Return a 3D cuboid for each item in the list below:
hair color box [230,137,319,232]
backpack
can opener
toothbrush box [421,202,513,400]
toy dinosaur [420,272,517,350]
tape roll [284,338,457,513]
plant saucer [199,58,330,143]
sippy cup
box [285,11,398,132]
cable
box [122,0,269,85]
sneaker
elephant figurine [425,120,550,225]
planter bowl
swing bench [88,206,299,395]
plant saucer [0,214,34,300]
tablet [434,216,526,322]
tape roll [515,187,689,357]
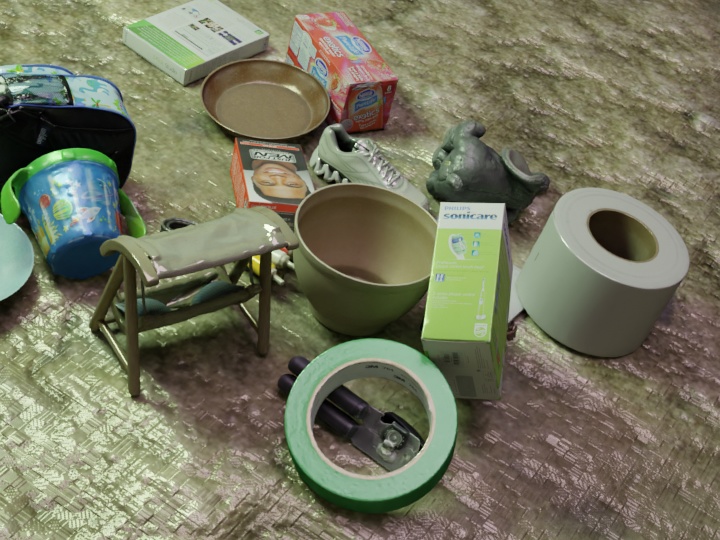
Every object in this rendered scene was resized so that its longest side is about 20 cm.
[{"bbox_3d":[-0.122,-0.114,1.857,0.101,0.061,0.200,5,30,-15],"label":"hair color box"},{"bbox_3d":[-0.410,-0.184,1.774,0.200,0.183,0.147,-2,44,-28],"label":"backpack"},{"bbox_3d":[-0.007,0.175,1.617,0.200,0.053,0.067,34,11,21],"label":"can opener"},{"bbox_3d":[0.135,0.038,1.630,0.086,0.146,0.200,3,58,13],"label":"toothbrush box"},{"bbox_3d":[0.127,0.089,1.731,0.135,0.086,0.200,14,54,11],"label":"toy dinosaur"},{"bbox_3d":[0.013,0.179,1.545,0.200,0.048,0.201,-1,63,2],"label":"tape roll"},{"bbox_3d":[-0.148,-0.254,2.046,0.200,0.037,0.201,5,45,-5],"label":"plant saucer"},{"bbox_3d":[-0.364,-0.065,1.702,0.178,0.140,0.130,-12,58,-15],"label":"sippy cup"},{"bbox_3d":[-0.032,-0.317,2.121,0.095,0.100,0.200,-10,46,-29],"label":"box"},{"bbox_3d":[-0.168,-0.042,1.795,0.200,0.050,0.097,27,40,10],"label":"cable"},{"bbox_3d":[-0.266,-0.377,2.160,0.144,0.036,0.200,36,42,22],"label":"box"},{"bbox_3d":[0.016,-0.143,1.955,0.200,0.081,0.075,32,40,15],"label":"sneaker"},{"bbox_3d":[0.211,-0.132,1.984,0.200,0.141,0.155,25,67,-15],"label":"elephant figurine"},{"bbox_3d":[0.000,0.000,1.741,0.200,0.135,0.200,10,40,-8],"label":"planter bowl"},{"bbox_3d":[-0.204,0.017,1.599,0.199,0.200,0.130,-14,49,-32],"label":"swing bench"},{"bbox_3d":[-0.508,-0.007,1.647,0.201,0.039,0.201,9,40,-8],"label":"plant saucer"},{"bbox_3d":[0.154,-0.001,1.891,0.200,0.014,0.130,34,43,20],"label":"tablet"},{"bbox_3d":[0.336,0.001,1.843,0.202,0.139,0.203,13,41,-12],"label":"tape roll"}]
